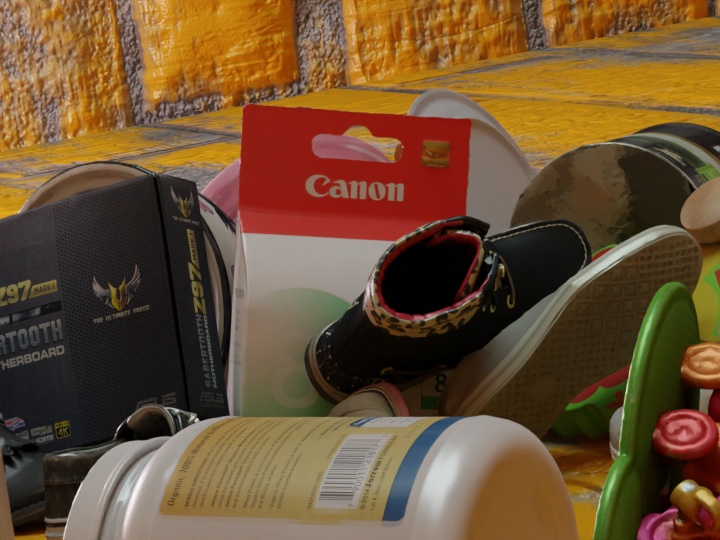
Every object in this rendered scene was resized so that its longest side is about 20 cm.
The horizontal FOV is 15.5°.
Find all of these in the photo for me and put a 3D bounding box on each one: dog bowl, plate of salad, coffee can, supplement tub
[{"bbox_3d":[-0.148,0.029,1.750,0.199,0.202,0.074,-1,0,34],"label":"dog bowl"},{"bbox_3d":[0.087,-0.039,1.965,0.048,0.201,0.200,-26,-1,30],"label":"plate of salad"},{"bbox_3d":[0.199,-0.023,1.841,0.145,0.148,0.200,-4,6,21],"label":"coffee can"},{"bbox_3d":[-0.017,0.136,1.166,0.199,0.146,0.144,-1,12,29],"label":"supplement tub"}]

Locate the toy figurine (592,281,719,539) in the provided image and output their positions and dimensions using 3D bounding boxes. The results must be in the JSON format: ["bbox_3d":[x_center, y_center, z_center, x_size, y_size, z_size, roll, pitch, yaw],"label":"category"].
[{"bbox_3d":[0.224,0.104,1.288,0.183,0.151,0.200,6,36,20],"label":"toy figurine"}]

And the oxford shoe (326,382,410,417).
[{"bbox_3d":[0.000,0.112,1.517,0.074,0.071,0.200,-17,10,-12],"label":"oxford shoe"}]

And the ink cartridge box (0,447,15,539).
[{"bbox_3d":[-0.324,0.114,1.571,0.199,0.126,0.128,2,14,42],"label":"ink cartridge box"}]

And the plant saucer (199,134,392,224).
[{"bbox_3d":[-0.040,0.004,1.830,0.199,0.202,0.051,-13,35,-27],"label":"plant saucer"}]

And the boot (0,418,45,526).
[{"bbox_3d":[-0.257,0.068,1.636,0.199,0.176,0.069,-2,11,27],"label":"boot"}]

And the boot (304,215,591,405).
[{"bbox_3d":[0.071,0.008,1.595,0.203,0.074,0.154,-25,-12,-20],"label":"boot"}]

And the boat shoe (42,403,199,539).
[{"bbox_3d":[-0.114,0.114,1.567,0.072,0.072,0.200,-3,8,31],"label":"boat shoe"}]

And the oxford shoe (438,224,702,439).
[{"bbox_3d":[0.120,0.042,1.585,0.200,0.075,0.058,-43,30,1],"label":"oxford shoe"}]

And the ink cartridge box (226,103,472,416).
[{"bbox_3d":[0.000,0.000,1.672,0.160,0.202,0.050,3,3,-18],"label":"ink cartridge box"}]

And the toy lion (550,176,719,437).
[{"bbox_3d":[0.181,0.043,1.643,0.191,0.069,0.201,-33,30,15],"label":"toy lion"}]

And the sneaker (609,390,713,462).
[{"bbox_3d":[0.214,0.078,1.475,0.075,0.093,0.199,-14,12,-37],"label":"sneaker"}]

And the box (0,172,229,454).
[{"bbox_3d":[-0.186,0.039,1.688,0.199,0.159,0.051,-14,-13,27],"label":"box"}]
